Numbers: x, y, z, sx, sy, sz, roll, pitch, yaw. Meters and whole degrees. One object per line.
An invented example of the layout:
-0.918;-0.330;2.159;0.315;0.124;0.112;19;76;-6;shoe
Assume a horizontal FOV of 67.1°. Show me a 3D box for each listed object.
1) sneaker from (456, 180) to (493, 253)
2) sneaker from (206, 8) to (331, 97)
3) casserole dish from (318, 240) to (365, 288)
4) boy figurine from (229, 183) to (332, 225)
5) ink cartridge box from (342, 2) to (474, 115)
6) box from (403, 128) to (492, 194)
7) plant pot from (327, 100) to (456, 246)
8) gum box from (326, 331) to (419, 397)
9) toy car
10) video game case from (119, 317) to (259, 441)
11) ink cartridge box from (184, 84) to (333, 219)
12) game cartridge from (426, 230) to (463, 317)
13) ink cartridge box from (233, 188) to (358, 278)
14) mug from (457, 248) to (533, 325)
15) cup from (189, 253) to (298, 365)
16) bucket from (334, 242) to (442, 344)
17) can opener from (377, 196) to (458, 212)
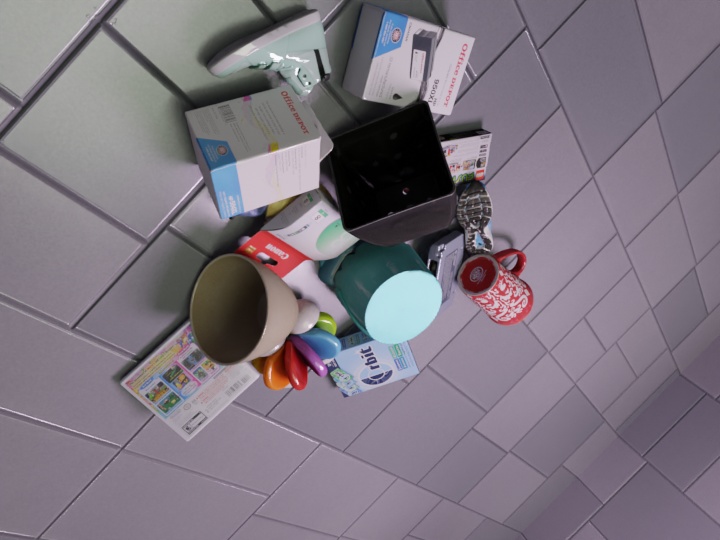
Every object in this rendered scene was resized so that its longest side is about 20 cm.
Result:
0.263;-0.131;1.244;0.078;0.090;0.200;-1;140;13;sneaker
-0.134;-0.319;0.862;0.200;0.074;0.118;-31;125;-15;sneaker
0.000;0.000;1.188;0.200;0.039;0.121;19;108;-38;casserole dish
-0.144;-0.141;0.986;0.200;0.064;0.125;-9;125;-28;boy figurine
0.086;-0.369;0.965;0.200;0.084;0.145;-1;121;-32;ink cartridge box
0.183;-0.231;1.151;0.200;0.035;0.110;-14;126;-24;box
0.074;-0.154;1.007;0.200;0.200;0.177;-19;155;14;plant pot
0.024;0.213;1.300;0.200;0.045;0.170;-20;131;4;gum box
-0.127;0.175;1.148;0.200;0.150;0.175;-33;131;-9;toy car
-0.335;0.213;1.079;0.200;0.024;0.182;-42;106;-1;video game case
-0.156;-0.193;0.871;0.200;0.129;0.125;-20;154;-17;ink cartridge box
0.195;0.011;1.282;0.133;0.041;0.200;-34;136;-52;game cartridge
-0.113;-0.052;1.024;0.200;0.050;0.161;-39;147;11;ink cartridge box
0.333;0.025;1.355;0.200;0.133;0.178;31;58;-47;mug
-0.201;0.075;1.027;0.143;0.200;0.201;9;116;-57;cup
0.061;0.045;1.133;0.207;0.135;0.208;-13;124;-19;bucket
0.117;-0.138;1.160;0.200;0.053;0.067;-25;131;-17;can opener
